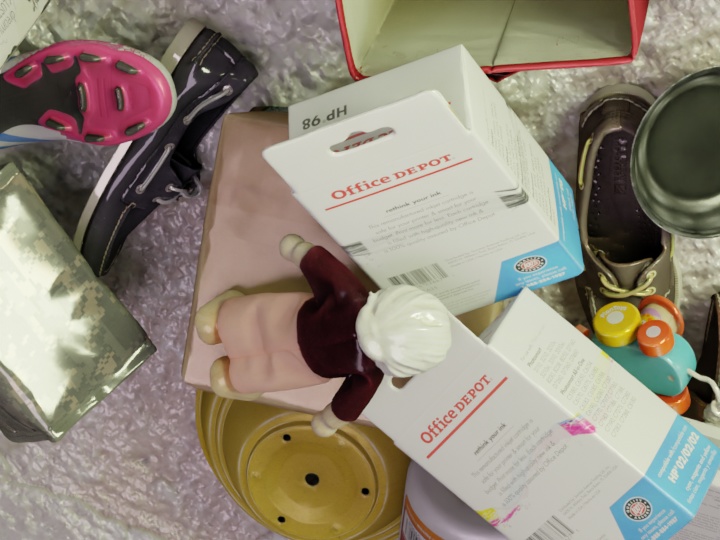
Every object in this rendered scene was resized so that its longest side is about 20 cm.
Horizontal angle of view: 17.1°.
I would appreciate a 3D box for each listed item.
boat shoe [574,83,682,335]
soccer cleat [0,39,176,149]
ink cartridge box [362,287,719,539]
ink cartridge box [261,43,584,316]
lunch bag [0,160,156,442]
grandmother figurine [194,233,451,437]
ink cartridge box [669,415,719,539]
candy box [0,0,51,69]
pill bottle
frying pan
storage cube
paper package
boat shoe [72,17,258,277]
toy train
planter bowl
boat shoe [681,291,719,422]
[{"bbox_3d":[0.172,-0.018,1.558,0.072,0.060,0.201,1,116,10],"label":"boat shoe"},{"bbox_3d":[-0.197,-0.118,1.561,0.199,0.086,0.070,-4,106,27],"label":"soccer cleat"},{"bbox_3d":[0.103,0.093,1.439,0.200,0.068,0.115,40,132,-2],"label":"ink cartridge box"},{"bbox_3d":[0.036,-0.057,1.385,0.116,0.067,0.200,-18,142,21],"label":"ink cartridge box"},{"bbox_3d":[-0.254,0.026,1.609,0.164,0.118,0.200,54,157,-14],"label":"lunch bag"},{"bbox_3d":[-0.021,0.036,1.418,0.200,0.060,0.122,-3,112,52],"label":"grandmother figurine"},{"bbox_3d":[0.215,0.170,1.546,0.161,0.050,0.200,16,147,36],"label":"ink cartridge box"},{"bbox_3d":[-0.305,-0.139,1.534,0.200,0.168,0.072,-26,110,21],"label":"candy box"},{"bbox_3d":[0.079,0.206,1.644,0.112,0.112,0.200,11,134,6],"label":"pill bottle"},{"bbox_3d":[0.244,-0.103,1.492,0.115,0.031,0.190,39,96,-27],"label":"frying pan"},{"bbox_3d":[0.077,-0.227,1.409,0.170,0.180,0.201,-4,116,13],"label":"storage cube"},{"bbox_3d":[0.000,0.000,1.551,0.199,0.103,0.191,11,96,6],"label":"paper package"},{"bbox_3d":[-0.132,-0.069,1.589,0.063,0.073,0.200,29,113,0],"label":"boat shoe"},{"bbox_3d":[0.179,0.080,1.563,0.150,0.056,0.200,42,149,-9],"label":"toy train"},{"bbox_3d":[-0.026,0.126,1.656,0.200,0.084,0.201,4,116,9],"label":"planter bowl"},{"bbox_3d":[0.235,0.104,1.599,0.070,0.070,0.201,1,116,7],"label":"boat shoe"}]
